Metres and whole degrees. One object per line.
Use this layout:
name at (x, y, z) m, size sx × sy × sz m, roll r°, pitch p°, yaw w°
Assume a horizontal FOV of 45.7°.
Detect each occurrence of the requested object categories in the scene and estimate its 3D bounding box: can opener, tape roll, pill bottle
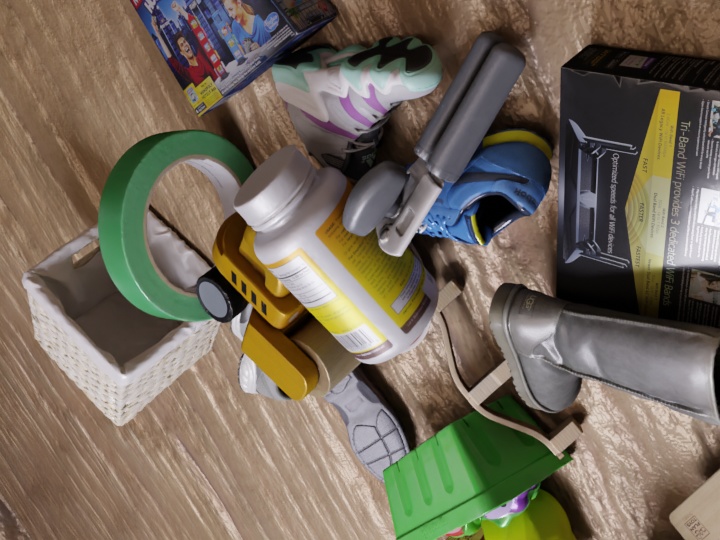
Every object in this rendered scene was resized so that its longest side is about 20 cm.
can opener at (0.059, -0.099, 0.693) m, size 0.202 × 0.066 × 0.053 m, roll -56°, pitch 38°, yaw 19°
tape roll at (-0.187, -0.049, 0.928) m, size 0.047 × 0.200 × 0.204 m, roll 4°, pitch 122°, yaw 41°
pill bottle at (-0.024, -0.016, 0.790) m, size 0.108 × 0.110 × 0.200 m, roll -16°, pitch 124°, yaw 49°

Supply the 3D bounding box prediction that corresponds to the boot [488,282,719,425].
boot at (0.215, 0.083, 0.695) m, size 0.197 × 0.074 × 0.182 m, roll 8°, pitch 154°, yaw 38°

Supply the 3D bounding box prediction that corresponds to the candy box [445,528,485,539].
candy box at (0.113, 0.404, 1.039) m, size 0.055 × 0.115 × 0.203 m, roll 26°, pitch 134°, yaw 28°

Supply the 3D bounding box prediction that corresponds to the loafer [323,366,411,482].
loafer at (0.006, 0.161, 1.021) m, size 0.071 × 0.063 × 0.202 m, roll -29°, pitch 103°, yaw 20°

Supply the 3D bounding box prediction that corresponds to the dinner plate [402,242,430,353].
dinner plate at (0.000, 0.000, 0.920) m, size 0.198 × 0.024 × 0.204 m, roll 27°, pitch 135°, yaw 30°

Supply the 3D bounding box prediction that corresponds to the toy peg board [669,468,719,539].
toy peg board at (0.382, 0.209, 0.662) m, size 0.200 × 0.096 × 0.202 m, roll 52°, pitch 145°, yaw 26°

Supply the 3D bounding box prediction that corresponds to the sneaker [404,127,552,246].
sneaker at (0.080, -0.056, 0.744) m, size 0.065 × 0.080 × 0.198 m, roll 33°, pitch 150°, yaw -29°

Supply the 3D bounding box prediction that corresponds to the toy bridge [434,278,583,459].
toy bridge at (0.132, 0.106, 0.837) m, size 0.067 × 0.027 × 0.201 m, roll -41°, pitch 86°, yaw 10°

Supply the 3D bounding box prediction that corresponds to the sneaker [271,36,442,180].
sneaker at (0.010, -0.132, 0.778) m, size 0.198 × 0.077 × 0.142 m, roll 16°, pitch 131°, yaw 49°

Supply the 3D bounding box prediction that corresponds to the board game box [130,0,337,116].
board game box at (-0.144, -0.282, 0.820) m, size 0.198 × 0.061 × 0.203 m, roll -20°, pitch 103°, yaw 50°

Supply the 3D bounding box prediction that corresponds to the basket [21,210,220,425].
basket at (-0.307, 0.059, 1.137) m, size 0.199 × 0.198 × 0.162 m, roll 40°, pitch 144°, yaw 13°

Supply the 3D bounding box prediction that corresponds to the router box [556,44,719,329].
router box at (0.226, -0.053, 0.632) m, size 0.155 × 0.052 × 0.204 m, roll 19°, pitch 131°, yaw 34°

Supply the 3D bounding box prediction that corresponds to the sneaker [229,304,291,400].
sneaker at (-0.112, 0.086, 1.068) m, size 0.078 × 0.074 × 0.203 m, roll 19°, pitch 138°, yaw 21°

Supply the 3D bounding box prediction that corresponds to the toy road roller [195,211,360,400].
toy road roller at (-0.068, 0.016, 0.884) m, size 0.200 × 0.122 × 0.147 m, roll 43°, pitch 140°, yaw 11°

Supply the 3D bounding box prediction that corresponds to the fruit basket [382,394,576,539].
fruit basket at (0.140, 0.258, 0.894) m, size 0.214 × 0.153 × 0.221 m, roll 26°, pitch 124°, yaw 46°
